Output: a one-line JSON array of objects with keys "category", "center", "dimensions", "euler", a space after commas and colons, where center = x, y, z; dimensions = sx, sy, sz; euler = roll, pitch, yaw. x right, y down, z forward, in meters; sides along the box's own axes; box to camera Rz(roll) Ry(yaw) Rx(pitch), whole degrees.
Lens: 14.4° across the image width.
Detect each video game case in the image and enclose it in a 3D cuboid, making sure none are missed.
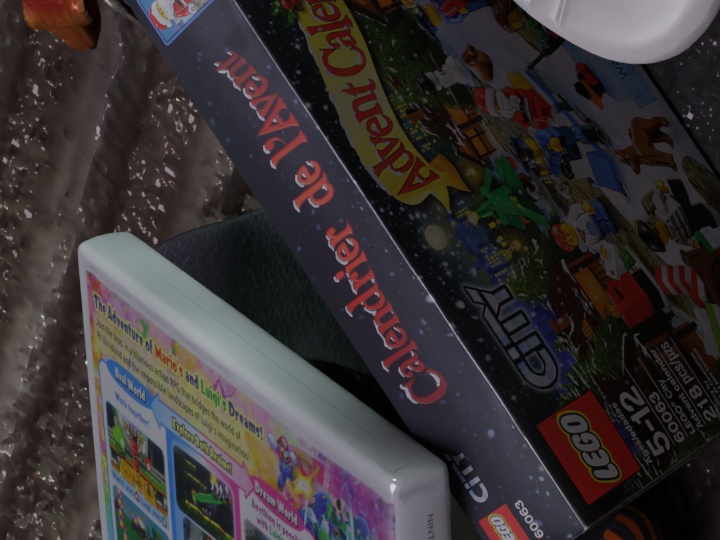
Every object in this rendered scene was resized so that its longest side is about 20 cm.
[{"category": "video game case", "center": [-0.030, 0.104, 0.877], "dimensions": [0.200, 0.024, 0.183], "euler": [34, 132, 53]}]

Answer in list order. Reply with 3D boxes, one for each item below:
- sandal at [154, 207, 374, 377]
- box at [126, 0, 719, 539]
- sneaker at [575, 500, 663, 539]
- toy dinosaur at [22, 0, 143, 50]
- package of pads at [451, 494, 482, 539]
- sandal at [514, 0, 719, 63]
[{"category": "sandal", "center": [0.000, -0.001, 0.942], "dimensions": [0.200, 0.043, 0.076], "euler": [-3, 100, 51]}, {"category": "box", "center": [0.038, -0.027, 0.825], "dimensions": [0.038, 0.136, 0.200], "euler": [-39, 83, 43]}, {"category": "sneaker", "center": [0.119, 0.162, 0.893], "dimensions": [0.112, 0.078, 0.201], "euler": [7, 124, 33]}, {"category": "toy dinosaur", "center": [-0.107, -0.119, 0.875], "dimensions": [0.199, 0.181, 0.105], "euler": [2, 107, 16]}, {"category": "package of pads", "center": [-0.006, 0.150, 0.957], "dimensions": [0.154, 0.068, 0.201], "euler": [15, 118, 60]}, {"category": "sandal", "center": [0.050, -0.145, 0.827], "dimensions": [0.082, 0.050, 0.203], "euler": [-48, 63, 27]}]
